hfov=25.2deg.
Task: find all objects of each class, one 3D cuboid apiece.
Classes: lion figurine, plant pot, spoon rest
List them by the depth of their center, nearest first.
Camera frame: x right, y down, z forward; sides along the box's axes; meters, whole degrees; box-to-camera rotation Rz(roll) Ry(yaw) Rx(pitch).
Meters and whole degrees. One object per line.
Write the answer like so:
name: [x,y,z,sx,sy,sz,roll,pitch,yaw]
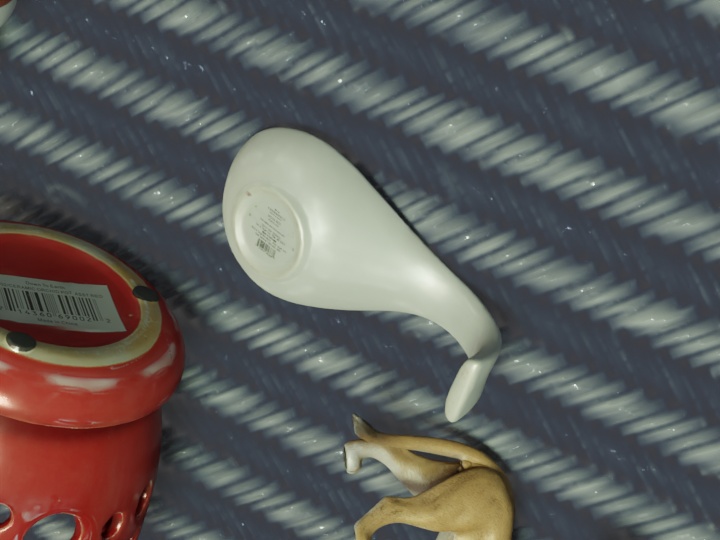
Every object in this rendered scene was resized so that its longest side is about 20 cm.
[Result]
spoon rest: [0.000,0.000,0.865,0.200,0.060,0.100,40,126,25]
lion figurine: [0.058,0.168,0.889,0.122,0.073,0.201,-6,105,-3]
plant pot: [-0.207,0.081,0.936,0.200,0.200,0.183,30,116,15]

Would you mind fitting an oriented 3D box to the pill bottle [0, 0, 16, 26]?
pill bottle: [-0.233,-0.195,0.868,0.112,0.112,0.201,29,124,16]
